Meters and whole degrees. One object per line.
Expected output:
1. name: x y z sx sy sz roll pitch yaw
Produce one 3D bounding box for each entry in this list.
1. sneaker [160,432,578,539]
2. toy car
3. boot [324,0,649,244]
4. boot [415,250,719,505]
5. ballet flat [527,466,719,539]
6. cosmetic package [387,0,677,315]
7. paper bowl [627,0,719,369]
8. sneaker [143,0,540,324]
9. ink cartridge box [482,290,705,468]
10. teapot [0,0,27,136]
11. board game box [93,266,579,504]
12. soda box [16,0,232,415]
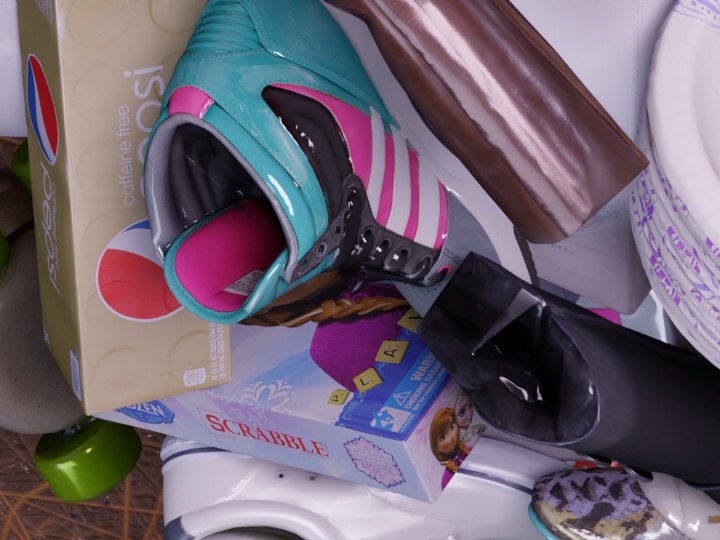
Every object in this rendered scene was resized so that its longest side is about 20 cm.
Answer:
1. sneaker: 0.007 0.112 1.205 0.199 0.071 0.073 6 158 -1
2. toy car: -0.187 0.011 1.470 0.200 0.158 0.165 11 138 57
3. boot: 0.014 -0.106 0.913 0.200 0.187 0.064 42 111 -18
4. boot: 0.135 0.065 1.039 0.165 0.066 0.200 28 180 39
5. ballet flat: 0.167 0.120 1.179 0.200 0.072 0.072 28 154 -22
6. cosmetic package: 0.049 -0.118 1.055 0.199 0.123 0.200 24 146 23
7. paper bowl: 0.193 -0.026 0.944 0.200 0.201 0.105 29 148 15
8. sneaker: -0.013 -0.013 1.020 0.083 0.121 0.200 -2 132 48
9. ink cartridge box: 0.071 0.074 1.241 0.199 0.044 0.174 -1 117 29
10. teapot: -0.113 -0.149 1.166 0.145 0.198 0.200 7 -179 -17
11. board game box: 0.000 0.000 1.189 0.199 0.200 0.041 10 140 38
12. soda box: -0.096 -0.045 1.091 0.064 0.067 0.201 -127 30 -51
